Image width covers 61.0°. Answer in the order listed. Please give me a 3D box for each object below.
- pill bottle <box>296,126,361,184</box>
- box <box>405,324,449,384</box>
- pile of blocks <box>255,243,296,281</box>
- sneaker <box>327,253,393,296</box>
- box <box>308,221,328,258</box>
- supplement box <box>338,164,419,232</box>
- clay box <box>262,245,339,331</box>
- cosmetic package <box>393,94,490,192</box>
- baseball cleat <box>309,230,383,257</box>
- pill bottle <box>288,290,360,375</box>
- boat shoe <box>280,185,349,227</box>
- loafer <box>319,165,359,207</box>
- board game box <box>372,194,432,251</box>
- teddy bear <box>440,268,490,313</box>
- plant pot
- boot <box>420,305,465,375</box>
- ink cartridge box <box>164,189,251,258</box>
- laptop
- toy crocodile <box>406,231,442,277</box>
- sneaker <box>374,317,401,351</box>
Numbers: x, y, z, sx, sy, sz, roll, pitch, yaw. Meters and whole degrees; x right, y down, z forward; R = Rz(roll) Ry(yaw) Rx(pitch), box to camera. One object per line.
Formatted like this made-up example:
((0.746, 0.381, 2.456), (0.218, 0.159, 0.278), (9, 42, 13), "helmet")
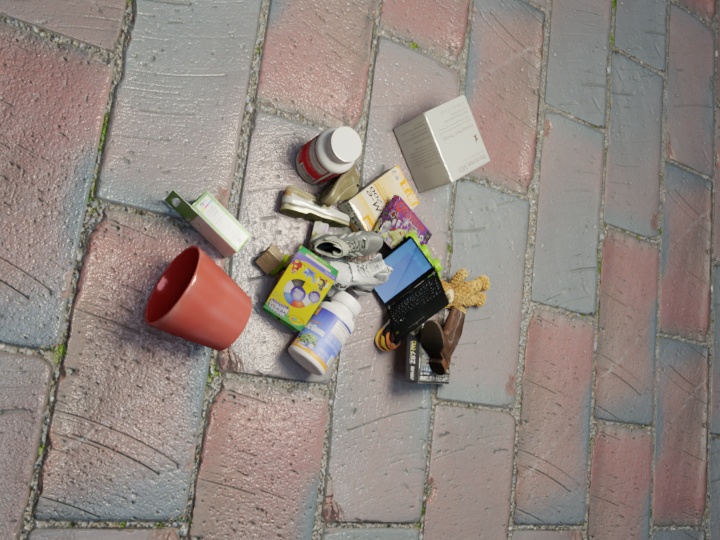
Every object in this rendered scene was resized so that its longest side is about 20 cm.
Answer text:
((-0.079, -0.292, 1.544), (0.110, 0.199, 0.115), (3, 83, -28), "pill bottle")
((0.189, 0.227, 1.677), (0.199, 0.048, 0.166), (16, 77, -56), "box")
((-0.162, -0.003, 1.531), (0.197, 0.083, 0.063), (26, 35, -1), "pile of blocks")
((0.000, 0.000, 1.553), (0.199, 0.114, 0.076), (25, 40, -55), "sneaker")
((-0.121, -0.025, 1.578), (0.038, 0.041, 0.205), (12, 78, 0), "box")
((0.052, -0.181, 1.677), (0.199, 0.073, 0.127), (-39, 104, -26), "supplement box")
((-0.150, 0.055, 1.482), (0.114, 0.048, 0.202), (32, 109, -6), "clay box")
((0.231, -0.357, 1.744), (0.166, 0.165, 0.203), (-30, 100, -28), "cosmetic package")
((-0.028, -0.057, 1.535), (0.195, 0.106, 0.071), (-5, 108, -15), "baseball cleat")
((-0.085, 0.152, 1.544), (0.112, 0.111, 0.202), (43, 66, -18), "pill bottle")
((-0.110, -0.164, 1.585), (0.197, 0.074, 0.070), (16, 74, -32), "boat shoe")
((-0.044, -0.214, 1.589), (0.068, 0.075, 0.201), (51, 36, -14), "loafer")
((0.117, -0.102, 1.674), (0.200, 0.032, 0.122), (40, 74, -46), "board game box")
((0.296, 0.068, 1.775), (0.197, 0.067, 0.147), (15, 114, -34), "teddy bear")
((-0.352, 0.076, 1.369), (0.177, 0.198, 0.203), (38, 68, -31), "plant pot")
((0.231, 0.148, 1.648), (0.201, 0.063, 0.189), (-54, 143, -42), "boot")
((-0.355, -0.124, 1.428), (0.200, 0.103, 0.060), (45, 66, -17), "ink cartridge box")
((0.114, 0.046, 1.597), (0.103, 0.176, 0.202), (39, 23, -33), "laptop")
((0.174, -0.031, 1.701), (0.200, 0.067, 0.063), (45, 24, -47), "toy crocodile")
((0.118, 0.132, 1.671), (0.070, 0.090, 0.202), (38, 69, -20), "sneaker")
